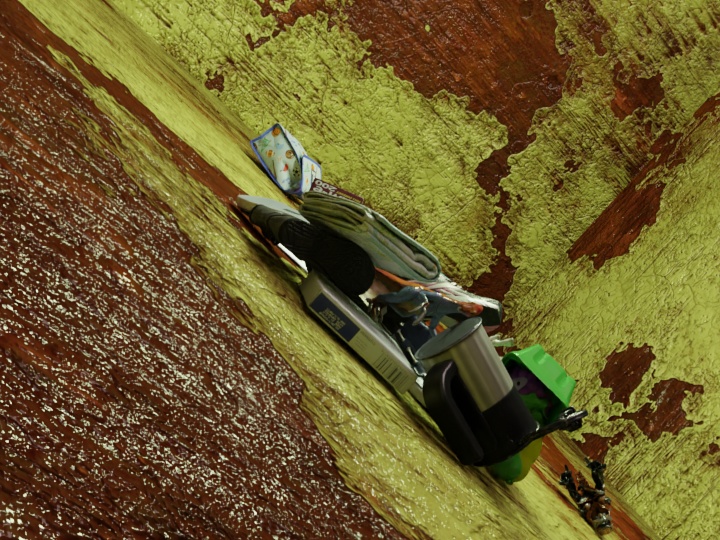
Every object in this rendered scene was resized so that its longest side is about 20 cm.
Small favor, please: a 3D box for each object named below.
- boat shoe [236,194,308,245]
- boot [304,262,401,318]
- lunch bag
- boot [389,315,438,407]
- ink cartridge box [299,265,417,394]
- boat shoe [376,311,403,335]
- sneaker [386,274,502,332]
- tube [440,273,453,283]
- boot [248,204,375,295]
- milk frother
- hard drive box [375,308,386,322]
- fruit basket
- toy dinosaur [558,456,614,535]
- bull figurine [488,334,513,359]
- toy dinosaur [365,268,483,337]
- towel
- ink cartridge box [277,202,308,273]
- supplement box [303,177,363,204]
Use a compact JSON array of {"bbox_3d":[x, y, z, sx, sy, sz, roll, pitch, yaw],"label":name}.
[{"bbox_3d":[-0.132,-0.072,1.652,0.198,0.067,0.070,21,15,27],"label":"boat shoe"},{"bbox_3d":[0.000,0.000,1.737,0.176,0.066,0.200,55,31,-2],"label":"boot"},{"bbox_3d":[-0.185,-0.276,2.683,0.202,0.123,0.170,60,9,16],"label":"lunch bag"},{"bbox_3d":[0.108,0.152,1.605,0.073,0.090,0.200,38,7,-46],"label":"boot"},{"bbox_3d":[-0.009,0.085,1.503,0.196,0.043,0.200,43,1,-12],"label":"ink cartridge box"},{"bbox_3d":[0.110,0.148,1.791,0.199,0.068,0.073,46,6,25],"label":"boat shoe"},{"bbox_3d":[0.147,0.044,1.696,0.196,0.081,0.087,10,48,3],"label":"sneaker"},{"bbox_3d":[0.072,-0.014,1.731,0.198,0.051,0.077,28,-15,-33],"label":"tube"},{"bbox_3d":[-0.073,-0.041,1.543,0.199,0.068,0.130,34,-1,-34],"label":"boot"},{"bbox_3d":[0.202,0.168,1.430,0.190,0.198,0.181,60,16,-7],"label":"milk frother"},{"bbox_3d":[0.022,0.037,1.964,0.200,0.077,0.156,47,6,25],"label":"hard drive box"},{"bbox_3d":[0.242,0.245,1.613,0.156,0.216,0.215,45,5,12],"label":"fruit basket"},{"bbox_3d":[0.476,0.475,2.083,0.137,0.101,0.200,66,-16,-16],"label":"toy dinosaur"},{"bbox_3d":[0.194,0.144,1.694,0.200,0.119,0.066,-133,-140,-85],"label":"bull figurine"},{"bbox_3d":[0.102,0.042,1.570,0.105,0.178,0.203,55,27,-60],"label":"toy dinosaur"},{"bbox_3d":[0.014,-0.051,1.537,0.170,0.049,0.199,21,-13,45],"label":"towel"},{"bbox_3d":[-0.057,-0.027,1.800,0.198,0.043,0.200,42,36,-3],"label":"ink cartridge box"},{"bbox_3d":[-0.064,-0.107,1.989,0.107,0.062,0.200,23,-17,-2],"label":"supplement box"}]
